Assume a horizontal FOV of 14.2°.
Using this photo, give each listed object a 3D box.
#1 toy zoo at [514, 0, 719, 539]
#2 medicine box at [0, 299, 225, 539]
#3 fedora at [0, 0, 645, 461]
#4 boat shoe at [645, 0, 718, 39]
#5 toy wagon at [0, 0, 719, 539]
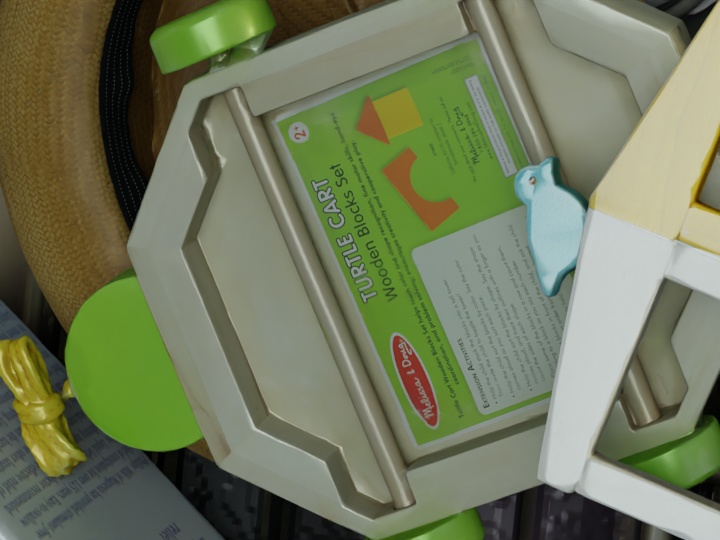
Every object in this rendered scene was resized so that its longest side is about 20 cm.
[{"bbox_3d":[0.128,0.015,0.675,0.199,0.020,0.132,23,97,10],"label":"toy zoo"},{"bbox_3d":[-0.114,0.140,0.799,0.200,0.103,0.182,47,108,2],"label":"medicine box"},{"bbox_3d":[-0.004,-0.043,0.800,0.199,0.082,0.202,2,103,10],"label":"fedora"},{"bbox_3d":[0.129,-0.136,0.796,0.067,0.057,0.200,41,96,4],"label":"boat shoe"},{"bbox_3d":[0.000,0.000,0.741,0.199,0.040,0.156,-20,97,20],"label":"toy wagon"}]
